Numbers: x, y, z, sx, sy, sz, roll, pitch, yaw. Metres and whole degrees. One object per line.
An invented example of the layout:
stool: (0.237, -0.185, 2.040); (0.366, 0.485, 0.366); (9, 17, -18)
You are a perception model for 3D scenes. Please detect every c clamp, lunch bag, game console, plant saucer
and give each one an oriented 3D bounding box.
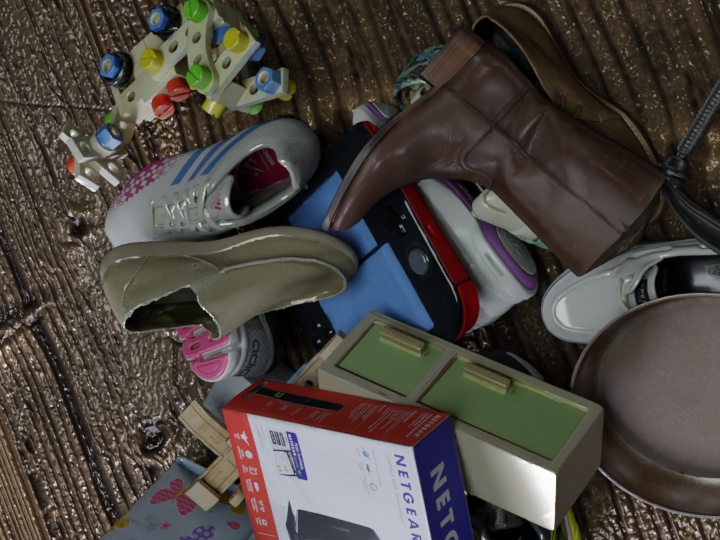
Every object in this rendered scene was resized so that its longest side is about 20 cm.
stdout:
c clamp: (0.273, -0.113, 1.208); (0.170, 0.027, 0.201); (29, 96, 26)
lunch bag: (-0.116, 0.268, 1.402); (0.199, 0.170, 0.128); (27, 134, 20)
game console: (0.000, 0.000, 1.340); (0.177, 0.031, 0.200); (58, 142, 6)
plant saucer: (0.252, 0.093, 1.240); (0.199, 0.032, 0.201); (7, 123, 10)

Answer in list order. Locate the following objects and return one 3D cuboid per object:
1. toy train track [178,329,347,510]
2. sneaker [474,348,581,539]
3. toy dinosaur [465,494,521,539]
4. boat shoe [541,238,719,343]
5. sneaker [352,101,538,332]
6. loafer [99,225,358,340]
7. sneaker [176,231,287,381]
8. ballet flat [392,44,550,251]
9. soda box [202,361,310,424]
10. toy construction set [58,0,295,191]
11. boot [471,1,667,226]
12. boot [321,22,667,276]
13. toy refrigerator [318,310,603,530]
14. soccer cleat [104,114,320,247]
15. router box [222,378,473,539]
toy train track: (-0.072, 0.125, 1.349); (0.115, 0.033, 0.200); (40, 114, -7)
sneaker: (0.122, 0.159, 1.320); (0.074, 0.085, 0.201); (-16, 94, 26)
toy dinosaur: (0.083, 0.199, 1.282); (0.088, 0.047, 0.201); (-41, 74, 47)
boat shoe: (0.219, 0.016, 1.256); (0.199, 0.066, 0.072); (-9, 95, 27)
sneaker: (0.046, -0.039, 1.327); (0.100, 0.075, 0.200); (-41, 80, 28)
loafer: (-0.099, 0.015, 1.309); (0.199, 0.076, 0.069); (-6, 59, 3)
sneaker: (-0.114, 0.009, 1.412); (0.074, 0.087, 0.201); (-41, 53, 29)
ballet flat: (0.094, -0.077, 1.283); (0.074, 0.074, 0.200); (-43, 82, 26)
soda box: (-0.037, 0.153, 1.410); (0.200, 0.063, 0.068); (38, 116, 16)
toy construction set: (-0.154, -0.144, 1.385); (0.199, 0.092, 0.132); (-30, 59, 14)
boot: (0.148, -0.110, 1.265); (0.074, 0.075, 0.200); (-41, 82, 25)
boot: (0.097, -0.047, 1.226); (0.200, 0.064, 0.187); (38, 104, -2)
toy refrigerator: (0.072, 0.105, 1.253); (0.199, 0.076, 0.070); (22, 138, 26)
soccer cleat: (-0.122, -0.058, 1.323); (0.199, 0.086, 0.070); (-26, 113, 21)
router box: (-0.002, 0.188, 1.271); (0.179, 0.049, 0.201); (7, 119, 38)
